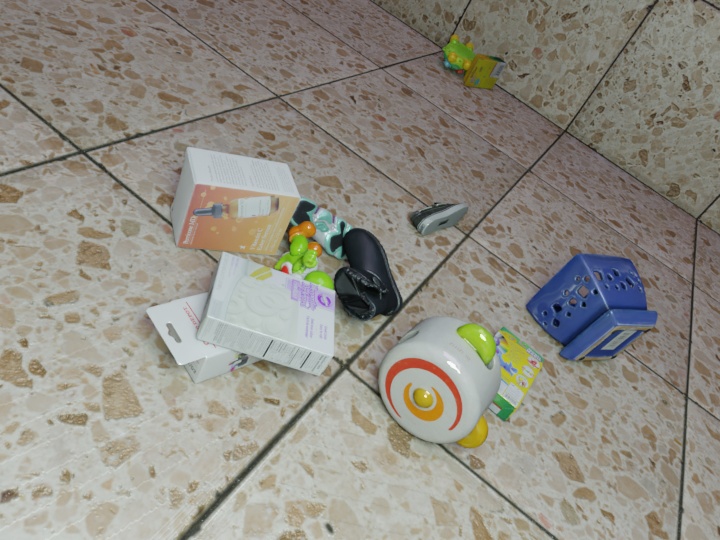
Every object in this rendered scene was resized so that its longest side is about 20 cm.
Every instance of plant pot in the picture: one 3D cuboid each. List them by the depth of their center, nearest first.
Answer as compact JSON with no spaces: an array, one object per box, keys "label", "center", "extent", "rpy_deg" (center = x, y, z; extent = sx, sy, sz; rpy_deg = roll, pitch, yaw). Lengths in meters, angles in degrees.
[{"label":"plant pot","center":[0.541,0.094,1.366],"extent":[0.198,0.200,0.181],"rpy_deg":[5,48,-31]}]

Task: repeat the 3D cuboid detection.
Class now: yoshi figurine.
[{"label":"yoshi figurine","center":[-0.091,0.002,1.110],"extent":[0.112,0.112,0.201],"rpy_deg":[23,39,-21]}]

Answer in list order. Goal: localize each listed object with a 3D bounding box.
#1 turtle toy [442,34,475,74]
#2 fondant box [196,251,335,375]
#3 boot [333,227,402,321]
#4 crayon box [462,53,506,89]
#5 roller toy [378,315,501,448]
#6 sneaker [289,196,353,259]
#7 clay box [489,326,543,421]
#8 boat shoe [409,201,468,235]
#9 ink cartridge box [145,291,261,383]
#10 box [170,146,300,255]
[{"label":"turtle toy","center":[0.435,-0.907,2.554],"extent":[0.198,0.101,0.147],"rpy_deg":[21,60,-16]},{"label":"fondant box","center":[-0.140,0.066,0.923],"extent":[0.198,0.058,0.145],"rpy_deg":[21,38,-19]},{"label":"boot","center":[0.000,0.000,1.128],"extent":[0.201,0.076,0.168],"rpy_deg":[64,19,13]},{"label":"crayon box","center":[0.518,-0.845,2.518],"extent":[0.199,0.127,0.051],"rpy_deg":[-10,51,-43]},{"label":"roller toy","center":[0.128,0.184,0.981],"extent":[0.181,0.202,0.140],"rpy_deg":[7,24,31]},{"label":"sneaker","center":[-0.100,-0.103,1.256],"extent":[0.200,0.078,0.140],"rpy_deg":[40,-6,-35]},{"label":"clay box","center":[0.287,0.198,1.185],"extent":[0.115,0.048,0.200],"rpy_deg":[40,36,13]},{"label":"boat shoe","center":[0.204,-0.147,1.519],"extent":[0.199,0.071,0.064],"rpy_deg":[-20,59,-45]},{"label":"ink cartridge box","center":[-0.228,0.097,0.929],"extent":[0.199,0.068,0.115],"rpy_deg":[-14,55,-45]},{"label":"box","center":[-0.238,-0.125,1.114],"extent":[0.198,0.153,0.107],"rpy_deg":[4,44,-31]}]
